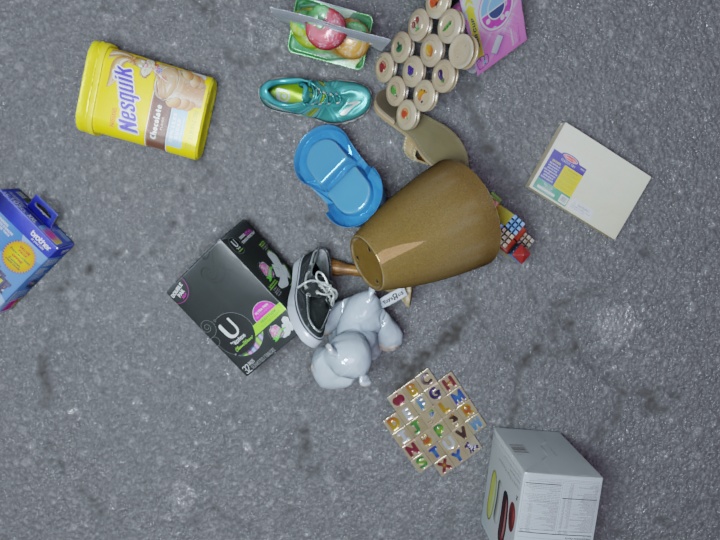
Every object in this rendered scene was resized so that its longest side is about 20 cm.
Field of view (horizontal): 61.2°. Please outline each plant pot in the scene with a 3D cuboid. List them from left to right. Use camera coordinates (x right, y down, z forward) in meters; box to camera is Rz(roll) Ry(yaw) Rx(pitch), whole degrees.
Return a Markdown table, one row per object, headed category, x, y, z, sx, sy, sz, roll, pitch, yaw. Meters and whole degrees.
| category | x | y | z | sx | sy | sz | roll | pitch | yaw |
| --- | --- | --- | --- | --- | --- | --- | --- | --- | --- |
| plant pot | 0.089 | -0.052 | 0.970 | 0.198 | 0.186 | 0.189 | -27 | 101 | -24 |

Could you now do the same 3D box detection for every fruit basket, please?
| category | x | y | z | sx | sy | sz | roll | pitch | yaw |
| --- | --- | --- | --- | --- | --- | --- | --- | --- | --- |
| fruit basket | -0.046 | -0.388 | 0.970 | 0.182 | 0.200 | 0.095 | 13 | 99 | -5 |

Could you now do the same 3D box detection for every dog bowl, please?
| category | x | y | z | sx | sy | sz | roll | pitch | yaw |
| --- | --- | --- | --- | --- | --- | --- | --- | --- | --- |
| dog bowl | -0.031 | -0.156 | 1.039 | 0.111 | 0.049 | 0.201 | -43 | 68 | 12 |

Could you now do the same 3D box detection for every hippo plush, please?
| category | x | y | z | sx | sy | sz | roll | pitch | yaw |
| --- | --- | --- | --- | --- | --- | --- | --- | --- | --- |
| hippo plush | 0.001 | 0.131 | 1.040 | 0.159 | 0.162 | 0.199 | 37 | 130 | -22 |

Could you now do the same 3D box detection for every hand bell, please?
| category | x | y | z | sx | sy | sz | roll | pitch | yaw |
| --- | --- | --- | --- | --- | --- | --- | --- | --- | --- |
| hand bell | 0.000 | 0.000 | 1.104 | 0.196 | 0.104 | 0.106 | 8 | 98 | 8 |

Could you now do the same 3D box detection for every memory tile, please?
| category | x | y | z | sx | sy | sz | roll | pitch | yaw |
| --- | --- | --- | --- | --- | --- | --- | --- | --- | --- |
| memory tile | 0.099 | -0.339 | 0.984 | 0.017 | 0.200 | 0.155 | -8 | 68 | -39 |

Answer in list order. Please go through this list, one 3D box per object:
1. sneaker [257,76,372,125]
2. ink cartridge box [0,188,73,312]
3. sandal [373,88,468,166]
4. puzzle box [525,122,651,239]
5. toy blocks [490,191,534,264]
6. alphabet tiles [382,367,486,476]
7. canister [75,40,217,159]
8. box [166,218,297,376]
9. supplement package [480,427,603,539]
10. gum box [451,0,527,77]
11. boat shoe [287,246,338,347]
| category | x | y | z | sx | sy | sz | roll | pitch | yaw |
| --- | --- | --- | --- | --- | --- | --- | --- | --- | --- |
| sneaker | -0.077 | -0.293 | 1.043 | 0.196 | 0.080 | 0.079 | 1 | 99 | -5 |
| ink cartridge box | -0.598 | -0.044 | 1.046 | 0.200 | 0.076 | 0.137 | -44 | 99 | 2 |
| sandal | 0.104 | -0.229 | 1.079 | 0.077 | 0.070 | 0.212 | -41 | 78 | -19 |
| puzzle box | 0.420 | -0.165 | 1.126 | 0.198 | 0.025 | 0.134 | 30 | 96 | -8 |
| toy blocks | 0.235 | -0.082 | 1.069 | 0.199 | 0.137 | 0.100 | 40 | 94 | -9 |
| alphabet tiles | 0.145 | 0.297 | 1.186 | 0.165 | 0.006 | 0.201 | -35 | 99 | 2 |
| canister | -0.354 | -0.280 | 1.022 | 0.197 | 0.087 | 0.151 | 14 | 98 | -8 |
| box | -0.198 | 0.045 | 1.048 | 0.148 | 0.125 | 0.200 | -39 | 99 | 19 |
| supplement package | 0.325 | 0.427 | 1.126 | 0.144 | 0.191 | 0.204 | 5 | 98 | -4 |
| gum box | 0.197 | -0.433 | 0.995 | 0.113 | 0.066 | 0.201 | -37 | 135 | -8 |
| boat shoe | -0.072 | 0.037 | 1.014 | 0.068 | 0.201 | 0.073 | -36 | 119 | 24 |
